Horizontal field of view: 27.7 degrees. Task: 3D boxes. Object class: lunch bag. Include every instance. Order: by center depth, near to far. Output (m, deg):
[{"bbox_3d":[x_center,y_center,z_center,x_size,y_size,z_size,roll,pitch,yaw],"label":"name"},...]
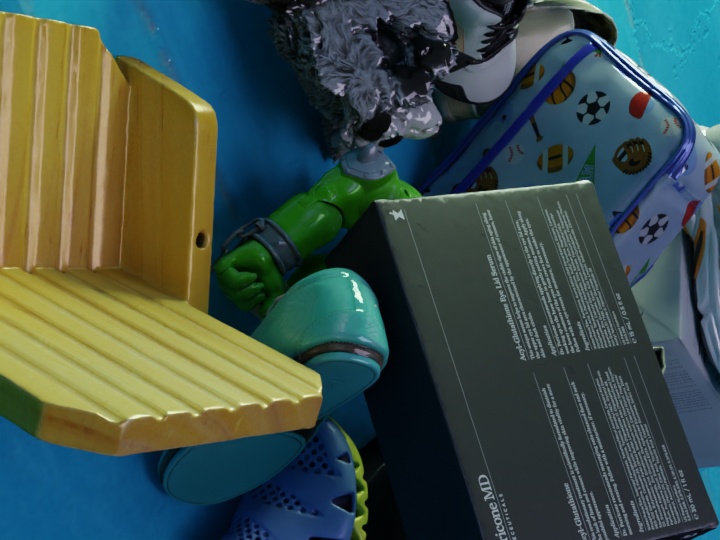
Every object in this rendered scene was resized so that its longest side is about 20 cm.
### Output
[{"bbox_3d":[0.125,-0.051,0.966,0.200,0.160,0.075,-47,144,11],"label":"lunch bag"}]

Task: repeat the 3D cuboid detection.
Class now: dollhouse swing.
[{"bbox_3d":[-0.118,-0.026,0.656,0.200,0.175,0.183,0,95,-52],"label":"dollhouse swing"}]

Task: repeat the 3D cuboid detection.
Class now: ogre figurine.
[{"bbox_3d":[0.000,0.000,0.868,0.120,0.098,0.200,-49,127,0],"label":"ogre figurine"}]

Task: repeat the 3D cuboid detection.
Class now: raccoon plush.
[{"bbox_3d":[-0.024,-0.149,0.869,0.097,0.134,0.200,-42,98,-15],"label":"raccoon plush"}]

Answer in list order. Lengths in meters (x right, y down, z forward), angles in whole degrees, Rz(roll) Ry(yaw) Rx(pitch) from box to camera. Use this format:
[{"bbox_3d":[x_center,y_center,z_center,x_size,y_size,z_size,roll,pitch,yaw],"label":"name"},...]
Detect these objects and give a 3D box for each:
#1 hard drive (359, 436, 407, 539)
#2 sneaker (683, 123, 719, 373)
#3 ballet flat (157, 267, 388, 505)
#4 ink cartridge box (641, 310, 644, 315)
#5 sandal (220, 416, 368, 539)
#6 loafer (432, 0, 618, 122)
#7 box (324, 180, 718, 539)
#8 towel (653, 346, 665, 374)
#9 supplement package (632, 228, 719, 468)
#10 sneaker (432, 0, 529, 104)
[{"bbox_3d":[0.032,0.171,0.996,0.200,0.042,0.135,-38,124,-44],"label":"hard drive"},{"bbox_3d":[0.272,-0.007,0.980,0.076,0.092,0.201,-31,108,-61],"label":"sneaker"},{"bbox_3d":[-0.047,0.060,0.781,0.067,0.200,0.071,19,52,-26],"label":"ballet flat"},{"bbox_3d":[0.099,0.123,0.928,0.148,0.076,0.200,99,17,-60],"label":"ink cartridge box"},{"bbox_3d":[-0.057,0.175,0.852,0.087,0.079,0.201,31,68,-47],"label":"sandal"},{"bbox_3d":[0.121,-0.159,1.048,0.200,0.068,0.076,-36,122,-45],"label":"loafer"},{"bbox_3d":[0.080,0.062,0.767,0.141,0.079,0.201,-5,67,-30],"label":"box"},{"bbox_3d":[0.135,0.169,0.904,0.193,0.034,0.200,-58,168,-37],"label":"towel"},{"bbox_3d":[0.199,0.043,1.089,0.200,0.151,0.151,46,43,-46],"label":"supplement package"},{"bbox_3d":[0.067,-0.157,0.888,0.074,0.080,0.200,-46,150,-10],"label":"sneaker"}]
